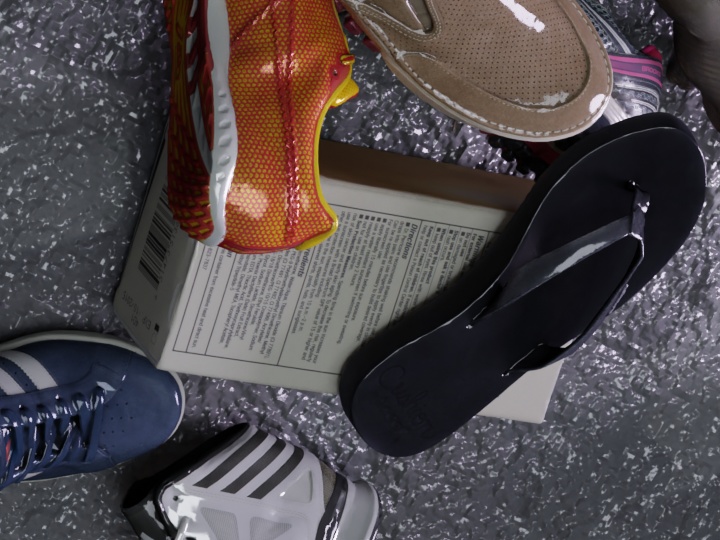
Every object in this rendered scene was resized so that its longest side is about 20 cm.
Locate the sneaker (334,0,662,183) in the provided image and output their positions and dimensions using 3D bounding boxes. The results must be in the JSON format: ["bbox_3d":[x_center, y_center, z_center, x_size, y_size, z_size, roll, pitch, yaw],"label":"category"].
[{"bbox_3d":[0.057,-0.115,1.242,0.200,0.081,0.075,41,64,-32],"label":"sneaker"}]

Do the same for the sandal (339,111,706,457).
[{"bbox_3d":[0.081,0.014,1.230,0.200,0.043,0.076,-44,124,4],"label":"sandal"}]

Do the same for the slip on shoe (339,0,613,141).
[{"bbox_3d":[0.033,-0.123,1.137,0.200,0.061,0.076,42,74,-20],"label":"slip on shoe"}]

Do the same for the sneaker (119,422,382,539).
[{"bbox_3d":[-0.077,0.162,1.275,0.115,0.076,0.201,33,63,-19],"label":"sneaker"}]

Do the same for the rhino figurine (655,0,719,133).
[{"bbox_3d":[0.185,-0.088,1.294,0.060,0.087,0.200,-36,121,-5],"label":"rhino figurine"}]

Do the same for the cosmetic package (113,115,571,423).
[{"bbox_3d":[0.000,0.000,1.260,0.200,0.071,0.105,11,108,-27],"label":"cosmetic package"}]

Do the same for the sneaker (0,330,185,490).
[{"bbox_3d":[-0.165,0.075,1.213,0.200,0.085,0.075,-4,113,-22],"label":"sneaker"}]

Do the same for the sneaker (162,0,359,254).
[{"bbox_3d":[-0.040,-0.103,1.171,0.077,0.073,0.200,6,79,-25],"label":"sneaker"}]
